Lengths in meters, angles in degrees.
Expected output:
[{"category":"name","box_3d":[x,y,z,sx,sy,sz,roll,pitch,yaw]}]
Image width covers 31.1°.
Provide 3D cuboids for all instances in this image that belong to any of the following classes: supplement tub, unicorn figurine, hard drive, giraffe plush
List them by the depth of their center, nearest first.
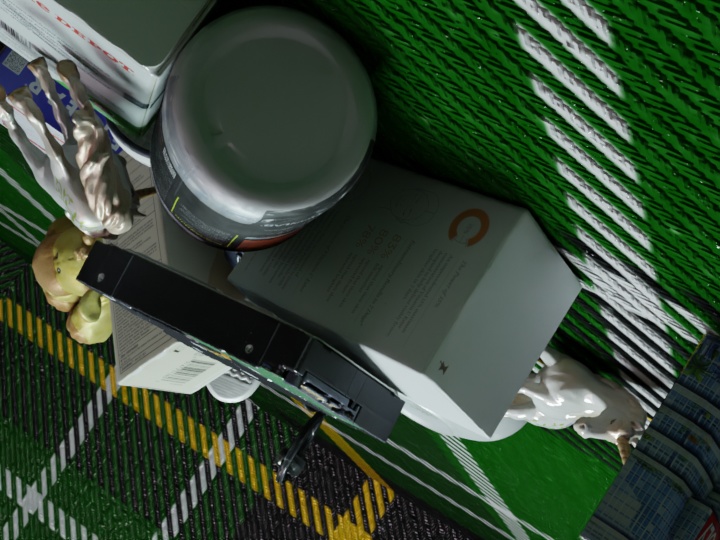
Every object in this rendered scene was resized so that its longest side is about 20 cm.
[{"category":"supplement tub","box_3d":[-0.067,-0.078,0.799,0.122,0.123,0.200,35,168,-8]},{"category":"unicorn figurine","box_3d":[-0.179,-0.068,0.827,0.138,0.073,0.200,63,-179,-23]},{"category":"hard drive","box_3d":[-0.080,0.046,0.870,0.199,0.038,0.140,23,170,35]},{"category":"unicorn figurine","box_3d":[0.152,0.098,1.024,0.136,0.075,0.200,21,-179,4]},{"category":"giraffe plush","box_3d":[-0.300,-0.006,1.468,0.173,0.199,0.162,58,-165,4]}]

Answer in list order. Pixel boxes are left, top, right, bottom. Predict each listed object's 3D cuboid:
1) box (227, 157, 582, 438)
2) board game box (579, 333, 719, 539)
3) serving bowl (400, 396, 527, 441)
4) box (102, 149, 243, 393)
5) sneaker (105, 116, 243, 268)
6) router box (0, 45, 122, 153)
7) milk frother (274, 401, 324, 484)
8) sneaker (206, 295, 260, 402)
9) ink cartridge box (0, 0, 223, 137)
[{"category":"box","box_3d":[0.027,0.008,0.880,0.199,0.125,0.097,23,165,44]},{"category":"board game box","box_3d":[0.207,0.171,0.851,0.061,0.201,0.200,28,167,27]},{"category":"serving bowl","box_3d":[0.067,0.106,1.223,0.199,0.066,0.200,29,165,9]},{"category":"box","box_3d":[-0.160,-0.008,1.090,0.077,0.202,0.095,13,147,-42]},{"category":"sneaker","box_3d":[-0.114,-0.058,1.043,0.201,0.077,0.147,28,150,24]},{"category":"router box","box_3d":[-0.288,-0.137,1.341,0.199,0.049,0.179,36,168,-6]},{"category":"milk frother","box_3d":[-0.110,0.109,1.470,0.187,0.201,0.181,28,171,27]},{"category":"sneaker","box_3d":[-0.098,0.022,1.170,0.073,0.203,0.118,1,169,8]},{"category":"ink cartridge box","box_3d":[-0.166,-0.170,0.797,0.146,0.083,0.200,36,169,-9]}]
